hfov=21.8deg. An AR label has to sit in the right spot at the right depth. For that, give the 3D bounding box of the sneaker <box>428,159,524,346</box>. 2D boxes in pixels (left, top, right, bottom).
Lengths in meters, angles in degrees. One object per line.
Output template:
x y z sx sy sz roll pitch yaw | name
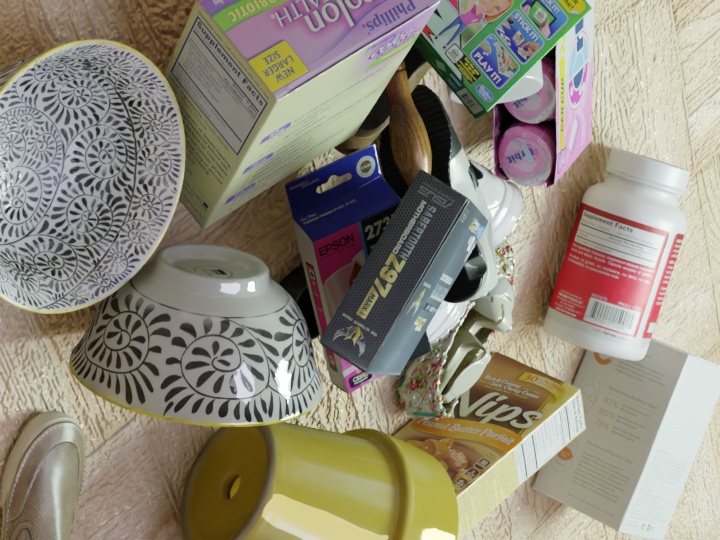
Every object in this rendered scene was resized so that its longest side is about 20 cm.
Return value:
0.071 -0.015 1.751 0.087 0.074 0.201 37 74 -32 | sneaker

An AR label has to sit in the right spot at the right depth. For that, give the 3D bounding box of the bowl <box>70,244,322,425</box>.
-0.120 0.037 1.442 0.200 0.200 0.095 -8 114 -45 | bowl

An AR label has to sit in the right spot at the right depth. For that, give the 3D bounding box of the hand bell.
0.027 -0.161 1.545 0.104 0.104 0.202 -17 96 -42 | hand bell

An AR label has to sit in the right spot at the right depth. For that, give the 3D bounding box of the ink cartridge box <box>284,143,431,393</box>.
0.000 0.000 1.623 0.094 0.037 0.202 -25 118 -23 | ink cartridge box

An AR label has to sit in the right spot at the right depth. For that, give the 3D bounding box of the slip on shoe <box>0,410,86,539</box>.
-0.255 0.215 1.492 0.076 0.060 0.202 14 96 -49 | slip on shoe

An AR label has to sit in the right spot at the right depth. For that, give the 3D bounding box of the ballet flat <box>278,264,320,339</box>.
-0.019 0.019 1.660 0.199 0.057 0.067 -34 133 -26 | ballet flat

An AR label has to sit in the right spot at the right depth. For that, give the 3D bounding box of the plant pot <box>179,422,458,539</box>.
-0.047 0.219 1.634 0.188 0.200 0.202 29 85 -33 | plant pot

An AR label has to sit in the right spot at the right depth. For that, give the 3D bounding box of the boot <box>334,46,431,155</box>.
0.031 -0.184 1.636 0.201 0.073 0.076 -54 174 -25 | boot

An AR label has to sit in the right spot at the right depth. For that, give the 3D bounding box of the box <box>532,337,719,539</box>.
0.291 0.172 2.014 0.097 0.124 0.202 20 93 -49 | box

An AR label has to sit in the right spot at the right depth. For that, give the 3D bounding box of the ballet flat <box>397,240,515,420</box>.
0.110 0.063 1.816 0.076 0.064 0.201 41 75 -47 | ballet flat

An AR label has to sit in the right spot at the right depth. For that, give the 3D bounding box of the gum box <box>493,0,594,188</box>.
0.171 -0.186 1.742 0.114 0.065 0.202 -46 139 -55 | gum box

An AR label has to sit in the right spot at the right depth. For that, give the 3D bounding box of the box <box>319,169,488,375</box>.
0.039 0.007 1.524 0.159 0.051 0.200 -59 170 1 | box

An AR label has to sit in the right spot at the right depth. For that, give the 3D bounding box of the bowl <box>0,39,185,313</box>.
-0.232 -0.078 1.362 0.200 0.094 0.203 -21 121 -40 | bowl

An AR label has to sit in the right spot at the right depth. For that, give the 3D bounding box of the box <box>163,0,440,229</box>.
-0.061 -0.152 1.436 0.175 0.097 0.200 -34 170 -32 | box

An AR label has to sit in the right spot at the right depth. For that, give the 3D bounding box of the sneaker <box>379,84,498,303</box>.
0.075 -0.067 1.685 0.088 0.073 0.202 1 74 -66 | sneaker

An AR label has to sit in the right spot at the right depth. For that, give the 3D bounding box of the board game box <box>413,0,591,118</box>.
0.076 -0.242 1.490 0.135 0.029 0.200 -44 99 -18 | board game box

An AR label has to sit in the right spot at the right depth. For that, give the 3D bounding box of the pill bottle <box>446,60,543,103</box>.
0.103 -0.248 1.579 0.111 0.111 0.202 7 74 -48 | pill bottle

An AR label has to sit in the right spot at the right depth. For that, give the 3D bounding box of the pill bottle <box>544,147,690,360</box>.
0.268 -0.018 1.914 0.112 0.112 0.202 10 99 -48 | pill bottle

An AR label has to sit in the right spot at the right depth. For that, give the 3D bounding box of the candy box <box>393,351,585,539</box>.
0.114 0.170 1.827 0.199 0.115 0.056 -37 132 -30 | candy box
